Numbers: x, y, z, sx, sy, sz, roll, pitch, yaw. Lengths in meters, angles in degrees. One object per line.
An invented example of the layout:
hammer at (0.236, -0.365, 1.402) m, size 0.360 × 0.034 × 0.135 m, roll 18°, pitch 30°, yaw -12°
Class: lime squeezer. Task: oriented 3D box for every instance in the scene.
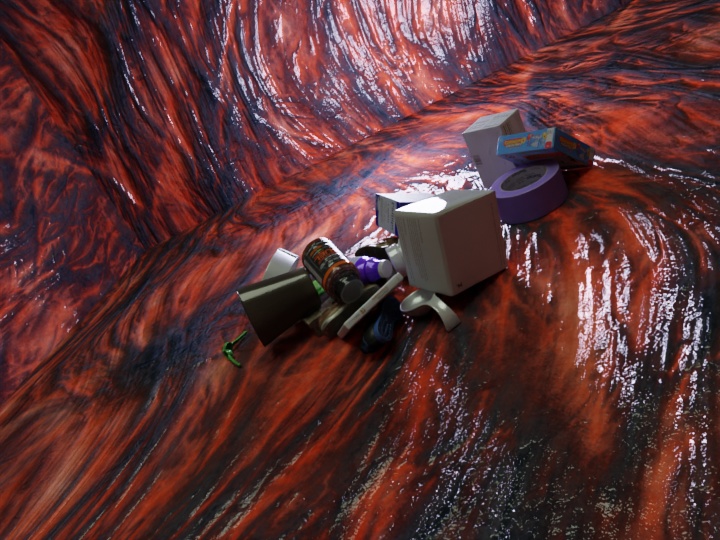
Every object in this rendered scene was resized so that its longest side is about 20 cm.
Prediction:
lime squeezer at (-0.388, 0.248, 1.701) m, size 0.069 × 0.038 × 0.201 m, roll 2°, pitch 22°, yaw -7°

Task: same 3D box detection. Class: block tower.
block tower at (-0.065, 0.104, 1.565) m, size 0.199 × 0.058 × 0.054 m, roll -35°, pitch 23°, yaw -16°

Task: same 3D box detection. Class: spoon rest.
spoon rest at (0.161, 0.083, 1.328) m, size 0.099 × 0.061 × 0.199 m, roll -36°, pitch 24°, yaw -14°

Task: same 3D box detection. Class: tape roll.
tape roll at (0.466, -0.221, 1.550) m, size 0.197 × 0.086 × 0.201 m, roll -26°, pitch 23°, yaw 12°
tape roll at (-0.264, 0.034, 1.777) m, size 0.202 × 0.070 × 0.206 m, roll 23°, pitch -91°, yaw -89°

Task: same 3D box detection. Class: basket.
basket at (-0.218, 0.087, 1.559) m, size 0.197 × 0.183 × 0.136 m, roll -26°, pitch 11°, yaw -8°

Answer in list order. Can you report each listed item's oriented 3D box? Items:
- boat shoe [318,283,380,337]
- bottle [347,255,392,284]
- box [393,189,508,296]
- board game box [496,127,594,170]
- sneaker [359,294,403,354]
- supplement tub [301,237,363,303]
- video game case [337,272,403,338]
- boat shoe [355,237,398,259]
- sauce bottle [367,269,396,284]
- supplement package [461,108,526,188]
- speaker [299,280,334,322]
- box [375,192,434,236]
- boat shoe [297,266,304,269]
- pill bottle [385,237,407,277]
boat shoe at (-0.033, 0.095, 1.504) m, size 0.198 × 0.076 × 0.072 m, roll -34°, pitch 38°, yaw -11°
bottle at (0.000, 0.000, 1.547) m, size 0.197 × 0.066 × 0.084 m, roll -5°, pitch 36°, yaw 43°
box at (0.219, -0.075, 1.351) m, size 0.197 × 0.203 × 0.170 m, roll -23°, pitch 18°, yaw -26°
board game box at (0.529, -0.340, 1.598) m, size 0.198 × 0.193 × 0.057 m, roll 7°, pitch 86°, yaw 54°
sneaker at (0.048, 0.129, 1.357) m, size 0.078 × 0.070 × 0.200 m, roll -38°, pitch 6°, yaw 27°
supplement tub at (-0.070, 0.002, 1.483) m, size 0.106 × 0.108 × 0.200 m, roll -34°, pitch 46°, yaw -12°
video game case at (0.020, 0.092, 1.388) m, size 0.182 × 0.023 × 0.200 m, roll -43°, pitch -4°, yaw -14°
boat shoe at (0.080, -0.059, 1.701) m, size 0.196 × 0.073 × 0.068 m, roll -6°, pitch 24°, yaw 29°
sauce bottle at (0.030, 0.009, 1.630) m, size 0.065 × 0.065 × 0.198 m, roll -41°, pitch 24°, yaw -27°
supplement package at (0.439, -0.378, 1.750) m, size 0.111 × 0.202 × 0.155 m, roll -41°, pitch 25°, yaw -27°
speaker at (-0.135, 0.077, 1.666) m, size 0.198 × 0.089 × 0.089 m, roll -31°, pitch 23°, yaw -3°
box at (0.161, -0.173, 1.698) m, size 0.180 × 0.107 × 0.200 m, roll -4°, pitch 15°, yaw -18°
boat shoe at (-0.192, 0.062, 1.798) m, size 0.067 × 0.073 × 0.202 m, roll -1°, pitch 40°, yaw 19°
pill bottle at (0.174, -0.067, 1.549) m, size 0.198 × 0.114 × 0.113 m, roll -29°, pitch 23°, yaw 2°
